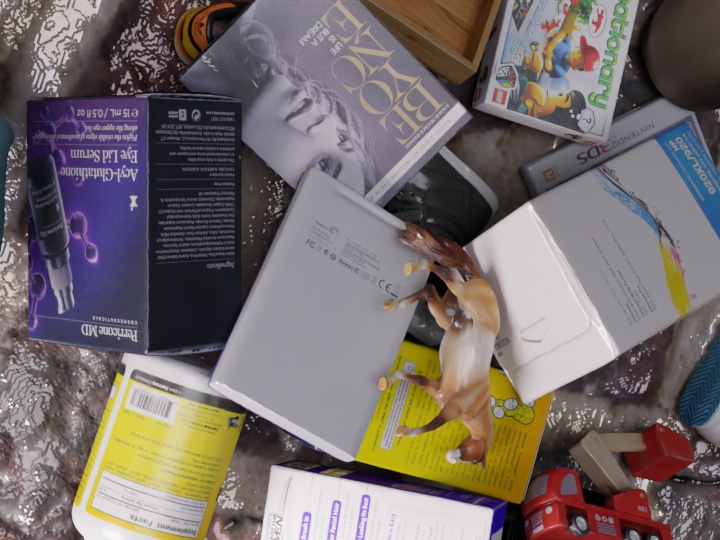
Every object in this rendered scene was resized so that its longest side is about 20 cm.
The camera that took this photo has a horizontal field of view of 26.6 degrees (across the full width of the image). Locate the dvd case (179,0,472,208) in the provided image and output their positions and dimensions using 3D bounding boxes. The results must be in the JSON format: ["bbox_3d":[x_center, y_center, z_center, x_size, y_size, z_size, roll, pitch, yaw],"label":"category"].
[{"bbox_3d":[-0.026,-0.141,1.243,0.149,0.016,0.200,-45,111,5],"label":"dvd case"}]

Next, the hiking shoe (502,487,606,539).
[{"bbox_3d":[0.162,0.247,1.375,0.200,0.101,0.076,-1,107,-17],"label":"hiking shoe"}]

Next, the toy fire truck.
[{"bbox_3d":[0.224,0.195,1.370,0.200,0.049,0.141,19,48,-32],"label":"toy fire truck"}]

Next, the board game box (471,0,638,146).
[{"bbox_3d":[0.184,-0.226,1.378,0.126,0.035,0.200,15,84,-18],"label":"board game box"}]

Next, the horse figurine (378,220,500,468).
[{"bbox_3d":[0.072,0.061,1.237,0.132,0.050,0.200,8,81,-44],"label":"horse figurine"}]

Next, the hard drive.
[{"bbox_3d":[-0.026,0.034,1.223,0.132,0.025,0.200,31,66,-19],"label":"hard drive"}]

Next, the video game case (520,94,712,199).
[{"bbox_3d":[0.265,-0.045,1.436,0.182,0.023,0.200,-27,102,-15],"label":"video game case"}]

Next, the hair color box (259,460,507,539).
[{"bbox_3d":[0.017,0.233,1.296,0.200,0.065,0.110,9,91,15],"label":"hair color box"}]

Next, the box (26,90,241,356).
[{"bbox_3d":[-0.179,-0.038,1.203,0.104,0.148,0.200,-4,95,-50],"label":"box"}]

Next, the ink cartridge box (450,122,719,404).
[{"bbox_3d":[0.207,-0.006,1.288,0.200,0.147,0.145,-26,83,-33],"label":"ink cartridge box"}]

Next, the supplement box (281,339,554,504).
[{"bbox_3d":[0.049,0.119,1.327,0.200,0.109,0.110,17,88,-20],"label":"supplement box"}]

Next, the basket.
[{"bbox_3d":[0.351,-0.220,1.349,0.180,0.200,0.136,48,66,-11],"label":"basket"}]

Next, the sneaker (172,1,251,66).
[{"bbox_3d":[-0.053,-0.185,1.280,0.200,0.090,0.070,5,92,-19],"label":"sneaker"}]

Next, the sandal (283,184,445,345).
[{"bbox_3d":[-0.001,0.004,1.331,0.203,0.083,0.050,42,123,-18],"label":"sandal"}]

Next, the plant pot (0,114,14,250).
[{"bbox_3d":[-0.357,-0.046,1.143,0.200,0.200,0.188,23,71,-19],"label":"plant pot"}]

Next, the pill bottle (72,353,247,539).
[{"bbox_3d":[-0.170,0.170,1.254,0.112,0.112,0.200,19,88,-19],"label":"pill bottle"}]

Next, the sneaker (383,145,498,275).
[{"bbox_3d":[0.029,-0.072,1.314,0.200,0.071,0.099,37,58,-21],"label":"sneaker"}]

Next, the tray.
[{"bbox_3d":[0.025,-0.254,1.314,0.200,0.037,0.099,30,59,-18],"label":"tray"}]

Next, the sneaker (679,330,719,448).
[{"bbox_3d":[0.391,0.083,1.467,0.081,0.077,0.200,38,88,-26],"label":"sneaker"}]
